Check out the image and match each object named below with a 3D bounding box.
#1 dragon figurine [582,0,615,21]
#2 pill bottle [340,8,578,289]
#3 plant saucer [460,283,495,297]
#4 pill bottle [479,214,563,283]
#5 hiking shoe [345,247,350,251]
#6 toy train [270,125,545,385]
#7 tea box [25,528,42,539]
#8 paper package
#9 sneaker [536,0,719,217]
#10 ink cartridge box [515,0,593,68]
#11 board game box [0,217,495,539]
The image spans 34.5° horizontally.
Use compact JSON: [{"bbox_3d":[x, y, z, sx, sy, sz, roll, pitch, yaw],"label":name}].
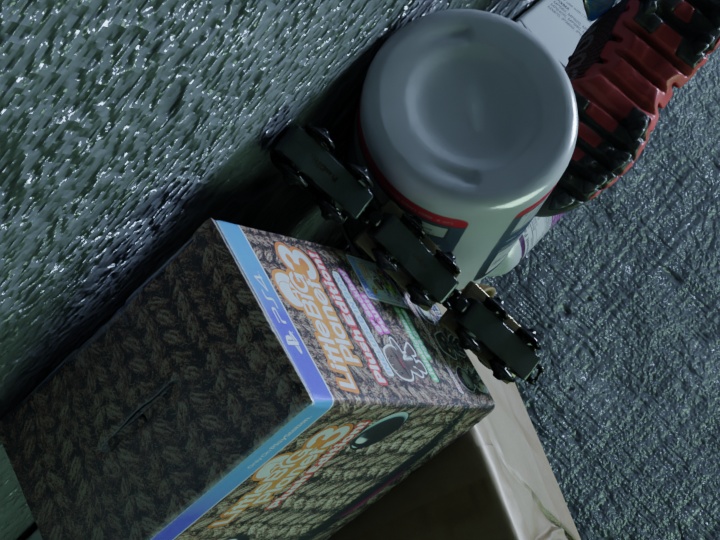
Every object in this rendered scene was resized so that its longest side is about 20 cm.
[{"bbox_3d":[0.150,-0.204,0.747,0.200,0.059,0.100,-44,171,-36],"label":"dragon figurine"},{"bbox_3d":[0.047,-0.054,0.695,0.120,0.119,0.200,-44,172,-19],"label":"pill bottle"},{"bbox_3d":[0.020,0.069,0.897,0.199,0.036,0.200,-39,168,-10],"label":"plant saucer"},{"bbox_3d":[0.130,-0.067,1.103,0.200,0.112,0.112,-44,171,-21],"label":"pill bottle"},{"bbox_3d":[0.000,0.000,0.940,0.102,0.075,0.200,-65,174,1],"label":"hiking shoe"},{"bbox_3d":[0.027,-0.004,0.610,0.034,0.200,0.046,-50,-158,-6],"label":"toy train"},{"bbox_3d":[-0.145,0.256,0.860,0.134,0.200,0.197,-44,173,-20],"label":"tea box"},{"bbox_3d":[0.010,0.137,0.727,0.199,0.193,0.103,-31,161,23],"label":"paper package"},{"bbox_3d":[0.164,-0.116,0.781,0.201,0.071,0.098,-51,-174,-5],"label":"sneaker"},{"bbox_3d":[0.109,-0.110,0.887,0.200,0.084,0.145,-43,170,-34],"label":"ink cartridge box"},{"bbox_3d":[-0.049,0.074,0.593,0.159,0.098,0.199,-41,156,20],"label":"board game box"}]
